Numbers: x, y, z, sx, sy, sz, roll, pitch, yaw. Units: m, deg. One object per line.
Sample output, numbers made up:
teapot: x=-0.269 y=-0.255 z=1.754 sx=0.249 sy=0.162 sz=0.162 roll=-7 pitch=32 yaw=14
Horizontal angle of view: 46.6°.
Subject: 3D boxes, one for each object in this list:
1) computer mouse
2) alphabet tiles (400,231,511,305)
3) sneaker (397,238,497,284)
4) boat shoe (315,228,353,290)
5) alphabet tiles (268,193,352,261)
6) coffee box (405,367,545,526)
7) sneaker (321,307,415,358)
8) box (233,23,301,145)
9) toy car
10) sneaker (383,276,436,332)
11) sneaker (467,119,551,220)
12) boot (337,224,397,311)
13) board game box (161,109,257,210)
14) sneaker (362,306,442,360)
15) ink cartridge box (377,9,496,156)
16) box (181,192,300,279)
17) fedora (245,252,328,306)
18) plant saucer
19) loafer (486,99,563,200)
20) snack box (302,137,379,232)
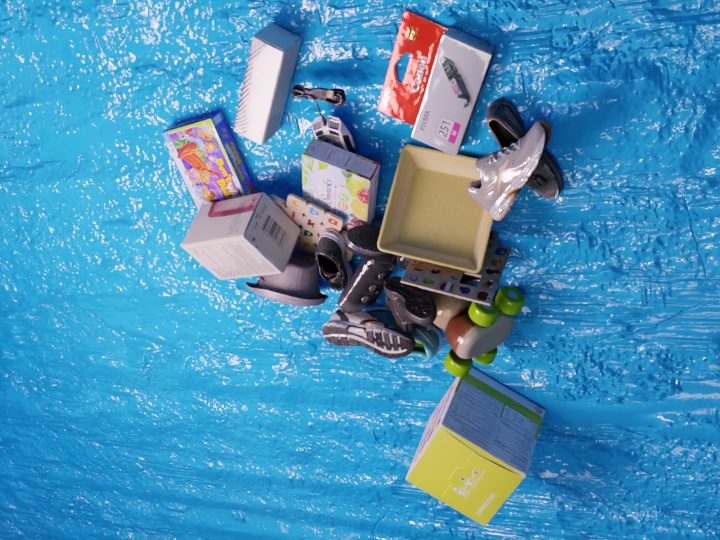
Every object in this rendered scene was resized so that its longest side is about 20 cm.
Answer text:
computer mouse: x=-0.053 y=-0.259 z=1.555 sx=0.107 sy=0.044 sz=0.203 roll=6 pitch=136 yaw=28
alphabet tiles: x=0.180 y=-0.020 z=1.515 sx=0.163 sy=0.201 sz=0.008 roll=14 pitch=131 yaw=17
sneaker: x=0.163 y=-0.012 z=1.571 sx=0.195 sy=0.089 sz=0.077 roll=-3 pitch=136 yaw=11
boat shoe: x=-0.060 y=-0.009 z=1.688 sx=0.067 sy=0.057 sz=0.201 roll=18 pitch=153 yaw=15
alphabet tiles: x=-0.099 y=-0.084 z=1.670 sx=0.197 sy=0.015 sz=0.196 roll=26 pitch=155 yaw=2
coffee box: x=0.240 y=0.365 z=1.750 sx=0.197 sy=0.199 sz=0.202 roll=29 pitch=130 yaw=4
sneaker: x=0.022 y=0.119 z=1.707 sx=0.195 sy=0.081 sz=0.075 roll=14 pitch=132 yaw=16
box: x=-0.173 y=-0.342 z=1.546 sx=0.067 sy=0.082 sz=0.203 roll=26 pitch=128 yaw=8
toy car: x=0.193 y=0.072 z=1.645 sx=0.200 sy=0.156 sz=0.167 roll=45 pitch=132 yaw=29
sneaker: x=0.100 y=0.081 z=1.644 sx=0.200 sy=0.059 sz=0.106 roll=42 pitch=156 yaw=53
sneaker: x=0.241 y=-0.176 z=1.389 sx=0.091 sy=0.076 sz=0.202 roll=32 pitch=131 yaw=4
boot: x=0.001 y=0.000 z=1.656 sx=0.201 sy=0.162 sz=0.067 roll=-54 pitch=49 yaw=40
board game box: x=-0.306 y=-0.214 z=1.718 sx=0.132 sy=0.045 sz=0.203 roll=-8 pitch=118 yaw=30
sneaker: x=0.074 y=0.134 z=1.750 sx=0.195 sy=0.080 sz=0.079 roll=14 pitch=127 yaw=18
ink cartridge box: x=0.122 y=-0.321 z=1.443 sx=0.170 sy=0.044 sz=0.203 roll=24 pitch=129 yaw=8
box: x=-0.239 y=-0.065 z=1.676 sx=0.197 sy=0.111 sz=0.128 roll=-5 pitch=143 yaw=41
fedora: x=-0.146 y=0.008 z=1.734 sx=0.172 sy=0.200 sz=0.093 roll=9 pitch=98 yaw=-14
plant saucer: x=0.148 y=-0.109 z=1.515 sx=0.195 sy=0.048 sz=0.205 roll=13 pitch=82 yaw=17
loafer: x=0.277 y=-0.197 z=1.439 sx=0.071 sy=0.063 sz=0.201 roll=-29 pitch=106 yaw=37
snack box: x=-0.040 y=-0.147 z=1.594 sx=0.140 sy=0.054 sz=0.202 roll=23 pitch=148 yaw=12
